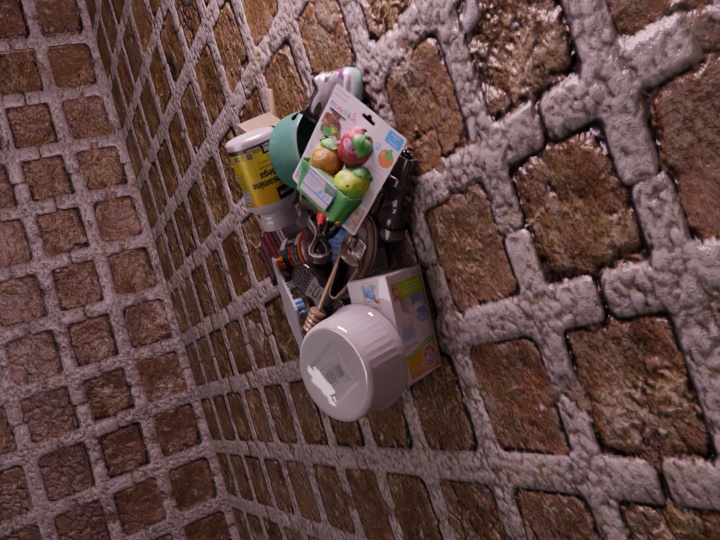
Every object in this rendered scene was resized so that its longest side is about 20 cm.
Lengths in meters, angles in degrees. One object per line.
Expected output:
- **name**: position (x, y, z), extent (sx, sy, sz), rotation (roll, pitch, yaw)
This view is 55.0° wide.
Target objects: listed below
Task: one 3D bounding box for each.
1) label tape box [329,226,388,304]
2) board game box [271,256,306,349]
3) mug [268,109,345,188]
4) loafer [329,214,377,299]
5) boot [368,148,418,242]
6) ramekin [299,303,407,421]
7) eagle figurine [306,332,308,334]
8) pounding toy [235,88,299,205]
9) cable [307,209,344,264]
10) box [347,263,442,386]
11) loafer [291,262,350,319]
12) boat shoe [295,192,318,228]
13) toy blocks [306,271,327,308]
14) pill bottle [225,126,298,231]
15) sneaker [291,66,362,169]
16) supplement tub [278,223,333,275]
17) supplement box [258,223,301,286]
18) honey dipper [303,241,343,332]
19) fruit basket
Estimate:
- **label tape box**: position (0.000, 0.000, 1.443), extent (0.143, 0.062, 0.205), rotation (13, 118, 59)
- **board game box**: position (-0.148, 0.099, 1.586), extent (0.201, 0.025, 0.203), rotation (-123, 18, -50)
- **mug**: position (-0.113, -0.227, 1.411), extent (0.113, 0.150, 0.190), rotation (-5, 86, 42)
- **loafer**: position (-0.016, -0.017, 1.330), extent (0.072, 0.062, 0.203), rotation (50, 144, 32)
- **boot**: position (0.040, -0.165, 1.300), extent (0.199, 0.068, 0.178), rotation (35, 128, 46)
- **ramekin**: position (-0.019, 0.171, 1.253), extent (0.197, 0.097, 0.206), rotation (13, 110, 38)
- **eagle figurine**: position (0.003, 0.177, 1.390), extent (0.203, 0.150, 0.151), rotation (62, 168, 2)
- **pounding toy**: position (-0.204, -0.282, 1.626), extent (0.199, 0.141, 0.187), rotation (37, 138, 24)
- **cable**: position (-0.074, -0.080, 1.336), extent (0.095, 0.201, 0.051), rotation (11, 119, 11)
- **box**: position (0.065, 0.103, 1.299), extent (0.100, 0.111, 0.205), rotation (-9, 96, 42)
- **loafer**: position (-0.062, 0.058, 1.471), extent (0.073, 0.070, 0.201), rotation (-47, 70, 24)
- **boat shoe**: position (-0.102, -0.161, 1.566), extent (0.200, 0.073, 0.095), rotation (115, 168, -71)
- **toy blocks**: position (-0.092, 0.071, 1.620), extent (0.201, 0.098, 0.140), rotation (102, 152, -69)
- **pill bottle**: position (-0.203, -0.193, 1.481), extent (0.112, 0.111, 0.204), rotation (16, 130, 58)
- **sneaker**: position (-0.064, -0.280, 1.323), extent (0.078, 0.136, 0.205), rotation (-129, 36, -77)
- **supplement tub**: position (-0.109, -0.047, 1.578), extent (0.199, 0.105, 0.110), rotation (-14, 92, 63)
- **supplement box**: position (-0.207, -0.065, 1.801), extent (0.110, 0.060, 0.202), rotation (60, 149, 26)
- **honey dipper**: position (-0.067, 0.034, 1.407), extent (0.038, 0.037, 0.204), rotation (39, 114, 47)
- **fruit basket**: position (-0.030, -0.198, 1.241), extent (0.185, 0.093, 0.202), rotation (43, 122, 23)
